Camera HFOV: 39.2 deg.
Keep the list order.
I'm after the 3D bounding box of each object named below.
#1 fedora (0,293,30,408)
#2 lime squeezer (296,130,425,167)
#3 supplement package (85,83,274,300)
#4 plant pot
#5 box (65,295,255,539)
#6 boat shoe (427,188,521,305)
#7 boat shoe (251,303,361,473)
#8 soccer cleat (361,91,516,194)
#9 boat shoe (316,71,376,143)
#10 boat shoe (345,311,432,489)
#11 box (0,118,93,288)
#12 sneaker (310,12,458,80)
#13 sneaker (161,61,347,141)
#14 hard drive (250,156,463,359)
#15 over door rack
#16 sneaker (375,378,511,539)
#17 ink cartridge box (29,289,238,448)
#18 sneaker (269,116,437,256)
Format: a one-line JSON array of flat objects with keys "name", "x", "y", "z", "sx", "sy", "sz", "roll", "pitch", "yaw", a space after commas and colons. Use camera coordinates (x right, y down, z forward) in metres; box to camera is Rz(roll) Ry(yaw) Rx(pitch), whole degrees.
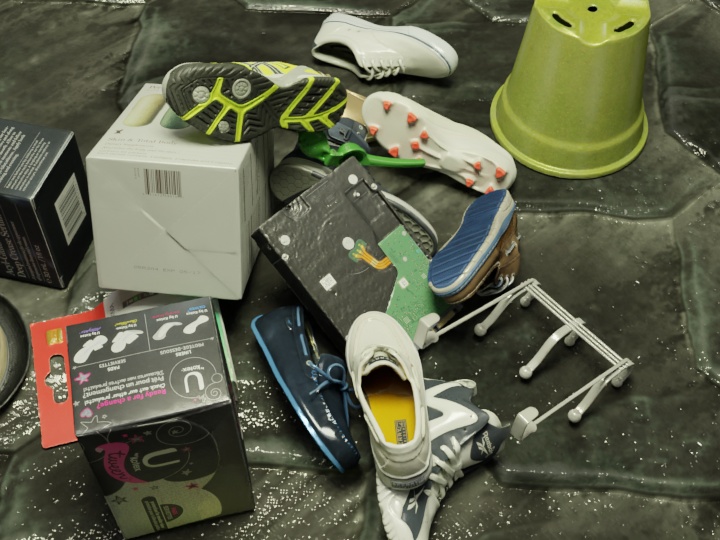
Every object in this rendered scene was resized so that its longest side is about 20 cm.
[{"name": "fedora", "x": -0.434, "y": 0.069, "z": 1.022, "sx": 0.200, "sy": 0.092, "sz": 0.201, "roll": 0, "pitch": 51, "yaw": 0}, {"name": "lime squeezer", "x": -0.025, "y": -0.138, "z": 1.099, "sx": 0.199, "sy": 0.038, "sz": 0.071, "roll": 26, "pitch": 33, "yaw": -8}, {"name": "supplement package", "x": -0.181, "y": -0.089, "z": 1.073, "sx": 0.151, "sy": 0.151, "sz": 0.200, "roll": 5, "pitch": 31, "yaw": 4}, {"name": "plant pot", "x": 0.262, "y": -0.245, "z": 1.210, "sx": 0.200, "sy": 0.185, "sz": 0.201, "roll": 0, "pitch": 52, "yaw": 0}, {"name": "box", "x": -0.174, "y": 0.137, "z": 0.899, "sx": 0.132, "sy": 0.200, "sz": 0.115, "roll": -12, "pitch": 51, "yaw": -9}, {"name": "boat shoe", "x": 0.135, "y": -0.014, "z": 1.073, "sx": 0.072, "sy": 0.073, "sz": 0.200, "roll": -19, "pitch": 21, "yaw": 36}, {"name": "boat shoe", "x": -0.045, "y": 0.104, "z": 0.997, "sx": 0.069, "sy": 0.084, "sz": 0.200, "roll": -29, "pitch": 58, "yaw": -5}, {"name": "soccer cleat", "x": 0.093, "y": -0.152, "z": 1.198, "sx": 0.200, "sy": 0.069, "sz": 0.078, "roll": 28, "pitch": 31, "yaw": -3}, {"name": "boat shoe", "x": -0.056, "y": -0.210, "z": 1.260, "sx": 0.199, "sy": 0.065, "sz": 0.072, "roll": 15, "pitch": 53, "yaw": 12}, {"name": "boat shoe", "x": 0.024, "y": 0.100, "z": 0.926, "sx": 0.071, "sy": 0.070, "sz": 0.200, "roll": -9, "pitch": 43, "yaw": 0}, {"name": "box", "x": -0.409, "y": -0.082, "z": 1.108, "sx": 0.199, "sy": 0.149, "sz": 0.107, "roll": 11, "pitch": 52, "yaw": 9}, {"name": "sneaker", "x": 0.028, "y": -0.277, "z": 1.318, "sx": 0.199, "sy": 0.073, "sz": 0.071, "roll": 17, "pitch": 62, "yaw": 25}, {"name": "sneaker", "x": -0.112, "y": -0.175, "z": 1.018, "sx": 0.199, "sy": 0.076, "sz": 0.076, "roll": -1, "pitch": 24, "yaw": -38}, {"name": "hard drive", "x": 0.000, "y": 0.000, "z": 1.049, "sx": 0.140, "sy": 0.038, "sz": 0.200, "roll": -40, "pitch": 93, "yaw": -25}, {"name": "over door rack", "x": 0.159, "y": 0.089, "z": 1.002, "sx": 0.200, "sy": 0.067, "sz": 0.148, "roll": -17, "pitch": 49, "yaw": -44}, {"name": "sneaker", "x": 0.081, "y": 0.179, "z": 0.940, "sx": 0.129, "sy": 0.080, "sz": 0.200, "roll": -8, "pitch": 41, "yaw": 5}, {"name": "ink cartridge box", "x": -0.238, "y": 0.082, "z": 1.042, "sx": 0.199, "sy": 0.050, "sz": 0.161, "roll": -11, "pitch": 52, "yaw": -11}, {"name": "sneaker", "x": 0.010, "y": -0.099, "z": 1.165, "sx": 0.202, "sy": 0.077, "sz": 0.146, "roll": 29, "pitch": 35, "yaw": -3}]
